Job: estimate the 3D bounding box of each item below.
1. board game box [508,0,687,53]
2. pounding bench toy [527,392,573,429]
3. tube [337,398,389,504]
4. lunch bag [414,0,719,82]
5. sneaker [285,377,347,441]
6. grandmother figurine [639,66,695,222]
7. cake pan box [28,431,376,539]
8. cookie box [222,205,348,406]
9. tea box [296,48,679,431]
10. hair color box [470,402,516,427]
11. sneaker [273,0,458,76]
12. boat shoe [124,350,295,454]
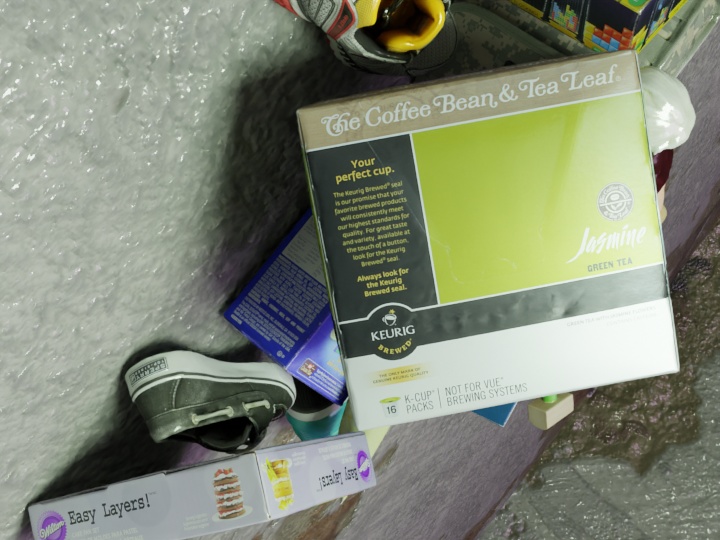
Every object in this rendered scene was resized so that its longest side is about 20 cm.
[{"bbox_3d":[0.172,-0.253,0.672,0.200,0.165,0.057,-46,159,-20],"label":"board game box"},{"bbox_3d":[0.161,0.058,1.065,0.124,0.200,0.156,-36,153,-37],"label":"pounding bench toy"},{"bbox_3d":[0.014,0.104,0.834,0.058,0.052,0.200,-26,147,-49],"label":"tube"},{"bbox_3d":[0.153,-0.170,0.759,0.200,0.164,0.118,-56,163,4],"label":"lunch bag"},{"bbox_3d":[0.008,0.112,0.986,0.200,0.084,0.121,-33,146,-27],"label":"sneaker"},{"bbox_3d":[0.197,-0.070,0.704,0.200,0.060,0.121,68,33,-62],"label":"grandmother figurine"},{"bbox_3d":[-0.113,0.167,0.738,0.200,0.052,0.184,-17,167,20],"label":"cake pan box"},{"bbox_3d":[0.000,0.000,0.818,0.200,0.075,0.171,-51,159,-5],"label":"cookie box"},{"bbox_3d":[0.073,-0.025,0.630,0.134,0.200,0.197,-111,-168,-80],"label":"tea box"},{"bbox_3d":[0.101,0.044,0.812,0.100,0.060,0.200,-63,-177,8],"label":"hair color box"},{"bbox_3d":[0.018,-0.154,0.619,0.078,0.082,0.200,-59,158,13],"label":"sneaker"},{"bbox_3d":[-0.105,0.109,0.757,0.071,0.064,0.200,-29,160,18],"label":"boat shoe"}]
